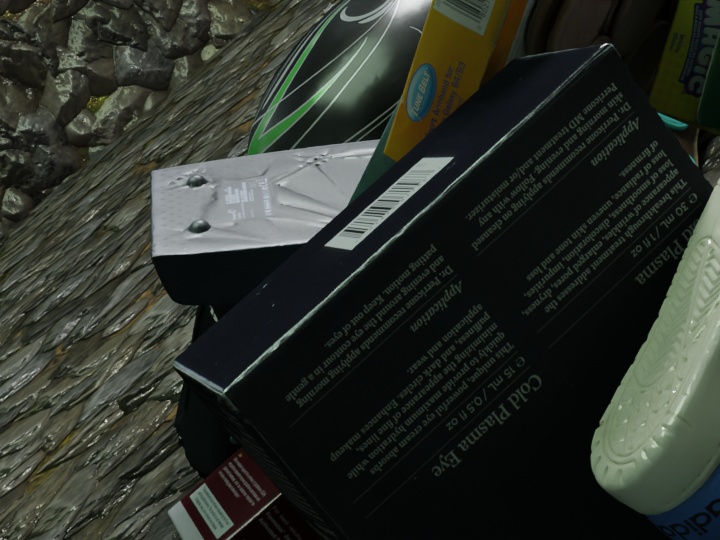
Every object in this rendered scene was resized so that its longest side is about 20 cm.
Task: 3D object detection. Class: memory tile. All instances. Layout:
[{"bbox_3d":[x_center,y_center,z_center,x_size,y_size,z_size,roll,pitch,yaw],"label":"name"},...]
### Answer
[{"bbox_3d":[0.130,-0.115,0.854,0.154,0.017,0.200,-51,-21,-17],"label":"memory tile"}]

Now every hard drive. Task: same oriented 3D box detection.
[{"bbox_3d":[-0.014,-0.029,0.967,0.199,0.043,0.135,-7,25,-4],"label":"hard drive"}]

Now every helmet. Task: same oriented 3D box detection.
[{"bbox_3d":[0.019,-0.078,1.159,0.191,0.200,0.200,-57,17,-5],"label":"helmet"}]

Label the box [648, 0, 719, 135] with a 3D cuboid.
[{"bbox_3d":[0.198,-0.125,0.880,0.200,0.048,0.118,-7,-65,-67],"label":"box"}]

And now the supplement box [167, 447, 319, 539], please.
[{"bbox_3d":[-0.003,0.096,0.943,0.200,0.061,0.109,-41,15,-6],"label":"supplement box"}]

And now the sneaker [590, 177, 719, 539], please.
[{"bbox_3d":[0.173,0.021,0.639,0.201,0.111,0.077,-59,15,-19],"label":"sneaker"}]

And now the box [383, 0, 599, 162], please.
[{"bbox_3d":[0.091,-0.123,0.835,0.200,0.041,0.120,-33,-33,-53],"label":"box"}]

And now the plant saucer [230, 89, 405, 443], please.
[{"bbox_3d":[0.000,0.000,0.869,0.201,0.019,0.070,-62,-22,11],"label":"plant saucer"}]

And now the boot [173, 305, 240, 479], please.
[{"bbox_3d":[-0.056,0.055,1.054,0.076,0.169,0.200,-1,21,-21],"label":"boot"}]

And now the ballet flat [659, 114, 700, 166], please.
[{"bbox_3d":[0.164,-0.063,1.044,0.065,0.070,0.200,-62,-4,36],"label":"ballet flat"}]

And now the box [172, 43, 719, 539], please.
[{"bbox_3d":[0.062,0.045,0.707,0.200,0.182,0.104,-41,13,-10],"label":"box"}]
